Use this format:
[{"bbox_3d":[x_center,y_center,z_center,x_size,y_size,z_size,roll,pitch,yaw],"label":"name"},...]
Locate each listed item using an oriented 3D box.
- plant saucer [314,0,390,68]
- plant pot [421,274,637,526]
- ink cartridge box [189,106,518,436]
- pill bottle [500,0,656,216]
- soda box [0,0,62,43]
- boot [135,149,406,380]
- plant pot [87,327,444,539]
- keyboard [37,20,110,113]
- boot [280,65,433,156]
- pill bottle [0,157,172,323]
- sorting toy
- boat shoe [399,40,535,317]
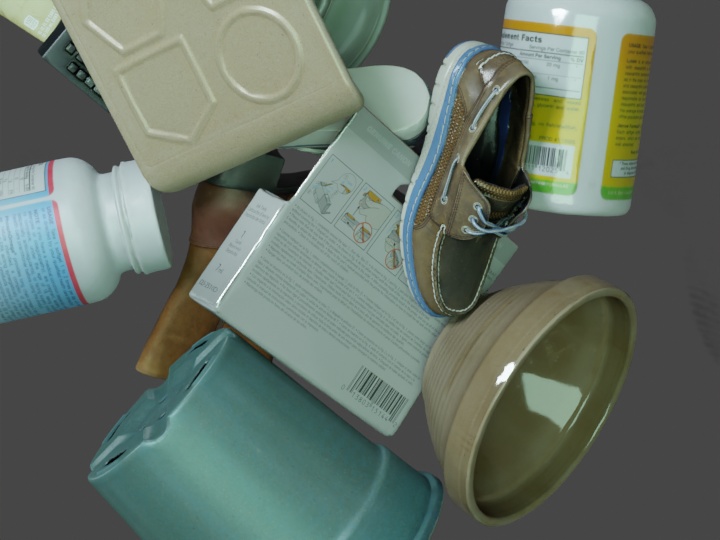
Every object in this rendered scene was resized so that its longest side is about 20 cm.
[{"bbox_3d":[-0.074,-0.216,1.229,0.199,0.050,0.201,-1,100,-3],"label":"plant saucer"},{"bbox_3d":[0.112,0.082,1.247,0.093,0.201,0.201,31,98,32],"label":"plant pot"},{"bbox_3d":[0.000,0.000,1.212,0.200,0.045,0.176,39,83,-37],"label":"ink cartridge box"},{"bbox_3d":[0.156,-0.146,1.223,0.111,0.111,0.201,6,99,-4],"label":"pill bottle"},{"bbox_3d":[-0.198,-0.266,1.206,0.068,0.064,0.200,33,97,-8],"label":"soda box"},{"bbox_3d":[-0.053,0.017,1.263,0.188,0.068,0.201,15,104,-17],"label":"boot"},{"bbox_3d":[-0.079,0.160,1.211,0.196,0.200,0.200,44,94,-11],"label":"plant pot"},{"bbox_3d":[-0.154,-0.221,1.178,0.127,0.021,0.200,40,93,-17],"label":"keyboard"},{"bbox_3d":[-0.046,-0.109,1.223,0.199,0.090,0.073,6,73,5],"label":"boot"},{"bbox_3d":[-0.243,-0.021,1.221,0.199,0.109,0.109,-12,100,-1],"label":"pill bottle"},{"bbox_3d":[-0.111,-0.167,1.130,0.185,0.036,0.200,-21,106,31],"label":"sorting toy"},{"bbox_3d":[0.079,-0.056,1.172,0.072,0.072,0.201,-7,111,-34],"label":"boat shoe"}]
